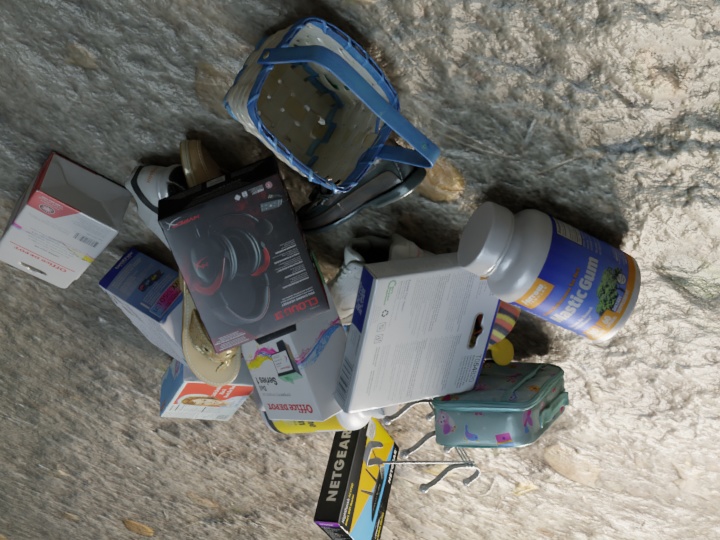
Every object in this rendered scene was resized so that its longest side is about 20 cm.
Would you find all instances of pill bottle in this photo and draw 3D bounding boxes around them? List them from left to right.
[{"bbox_3d":[-0.046,0.181,1.729,0.197,0.113,0.112,-7,143,27],"label":"pill bottle"},{"bbox_3d":[0.216,-0.003,1.356,0.198,0.113,0.112,23,146,-17],"label":"pill bottle"}]

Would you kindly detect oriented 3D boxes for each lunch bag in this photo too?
[{"bbox_3d":[0.195,0.178,1.584,0.158,0.200,0.078,-4,101,26],"label":"lunch bag"}]

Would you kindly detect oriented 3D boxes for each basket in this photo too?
[{"bbox_3d":[-0.033,-0.164,1.150,0.176,0.140,0.199,40,169,-36],"label":"basket"}]

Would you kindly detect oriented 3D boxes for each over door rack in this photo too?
[{"bbox_3d":[0.053,0.226,1.587,0.198,0.148,0.067,17,116,-35],"label":"over door rack"}]

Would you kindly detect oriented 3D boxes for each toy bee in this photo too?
[{"bbox_3d":[0.142,0.100,1.545,0.129,0.110,0.201,14,148,-6],"label":"toy bee"}]

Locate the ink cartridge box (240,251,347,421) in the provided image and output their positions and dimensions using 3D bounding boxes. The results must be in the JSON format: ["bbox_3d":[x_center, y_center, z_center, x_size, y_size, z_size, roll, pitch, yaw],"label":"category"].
[{"bbox_3d":[-0.090,0.089,1.506,0.144,0.083,0.203,-8,106,56],"label":"ink cartridge box"}]

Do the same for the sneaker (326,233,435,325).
[{"bbox_3d":[0.000,0.000,1.485,0.198,0.079,0.099,-25,126,32],"label":"sneaker"}]

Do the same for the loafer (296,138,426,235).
[{"bbox_3d":[-0.010,-0.100,1.340,0.199,0.072,0.063,-20,115,43],"label":"loafer"}]

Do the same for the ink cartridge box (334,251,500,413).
[{"bbox_3d":[0.075,0.074,1.441,0.197,0.041,0.202,-5,123,-30],"label":"ink cartridge box"}]

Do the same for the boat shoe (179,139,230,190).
[{"bbox_3d":[-0.153,-0.085,1.408,0.068,0.074,0.201,-19,133,9],"label":"boat shoe"}]

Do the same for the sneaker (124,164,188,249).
[{"bbox_3d":[-0.231,-0.065,1.471,0.079,0.074,0.201,11,144,23],"label":"sneaker"}]

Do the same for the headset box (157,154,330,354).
[{"bbox_3d":[-0.130,-0.009,1.353,0.147,0.075,0.202,-20,114,0],"label":"headset box"}]

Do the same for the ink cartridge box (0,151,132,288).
[{"bbox_3d":[-0.394,-0.059,1.524,0.115,0.068,0.199,28,143,-22],"label":"ink cartridge box"}]

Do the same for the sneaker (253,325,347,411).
[{"bbox_3d":[-0.077,0.128,1.652,0.104,0.076,0.201,10,129,-27],"label":"sneaker"}]

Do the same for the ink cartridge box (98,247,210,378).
[{"bbox_3d":[-0.266,0.053,1.583,0.199,0.077,0.137,22,155,45],"label":"ink cartridge box"}]

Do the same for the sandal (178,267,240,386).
[{"bbox_3d":[-0.184,0.074,1.466,0.077,0.070,0.215,-17,122,-20],"label":"sandal"}]

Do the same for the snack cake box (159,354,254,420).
[{"bbox_3d":[-0.234,0.170,1.779,0.113,0.068,0.200,7,156,-18],"label":"snack cake box"}]

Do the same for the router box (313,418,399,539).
[{"bbox_3d":[-0.003,0.343,1.879,0.050,0.202,0.150,-4,145,27],"label":"router box"}]
